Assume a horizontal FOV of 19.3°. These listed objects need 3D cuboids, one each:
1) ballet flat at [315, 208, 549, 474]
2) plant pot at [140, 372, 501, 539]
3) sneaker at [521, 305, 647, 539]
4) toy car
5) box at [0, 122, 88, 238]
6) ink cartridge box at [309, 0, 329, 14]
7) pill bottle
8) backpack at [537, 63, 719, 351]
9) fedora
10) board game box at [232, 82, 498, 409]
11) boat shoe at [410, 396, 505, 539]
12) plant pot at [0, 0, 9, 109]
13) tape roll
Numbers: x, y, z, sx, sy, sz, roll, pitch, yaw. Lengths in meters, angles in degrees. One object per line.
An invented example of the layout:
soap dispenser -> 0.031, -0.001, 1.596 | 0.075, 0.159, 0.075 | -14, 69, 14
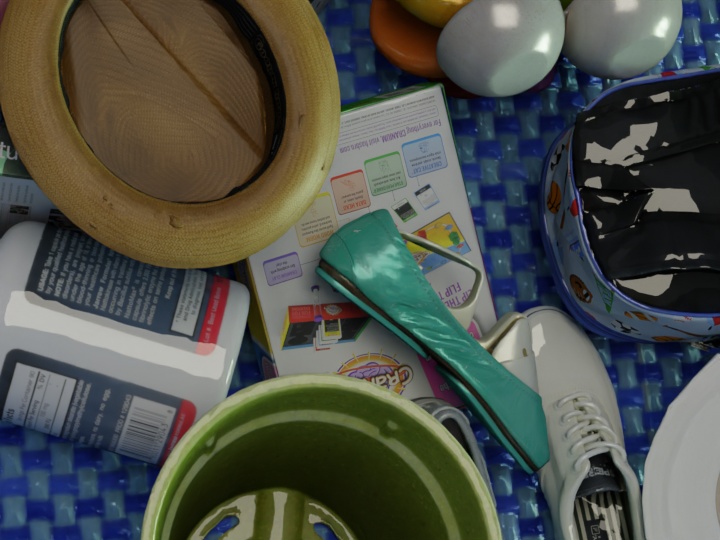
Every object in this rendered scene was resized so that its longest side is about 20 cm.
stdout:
ballet flat -> 0.062, 0.038, 1.274 | 0.200, 0.067, 0.070 | 44, 90, -15
plant pot -> -0.036, 0.176, 1.216 | 0.198, 0.184, 0.202 | 3, 76, -11
sneaker -> 0.144, 0.115, 1.329 | 0.072, 0.071, 0.202 | -13, 79, -15
toy car -> 0.098, -0.175, 1.353 | 0.198, 0.150, 0.176 | -10, 58, -21
box -> -0.201, -0.050, 1.260 | 0.198, 0.144, 0.037 | 5, 75, -11
ink cartridge box -> -0.083, -0.161, 1.313 | 0.083, 0.147, 0.201 | 38, 72, -1
pill bottle -> -0.175, 0.037, 1.256 | 0.198, 0.120, 0.121 | 18, 73, -7
backpack -> 0.208, -0.040, 1.343 | 0.189, 0.154, 0.202 | -2, 70, -21
fedora -> -0.110, -0.095, 1.172 | 0.199, 0.082, 0.203 | 3, 80, -16
board game box -> 0.000, 0.000, 1.310 | 0.152, 0.040, 0.202 | -16, 100, -16
boat shoe -> 0.057, 0.179, 1.284 | 0.074, 0.065, 0.204 | -7, 93, -14
plant pot -> -0.267, -0.181, 1.266 | 0.198, 0.200, 0.181 | -11, 93, -15
tape roll -> 0.275, 0.142, 1.296 | 0.201, 0.071, 0.205 | -4, 80, 21
